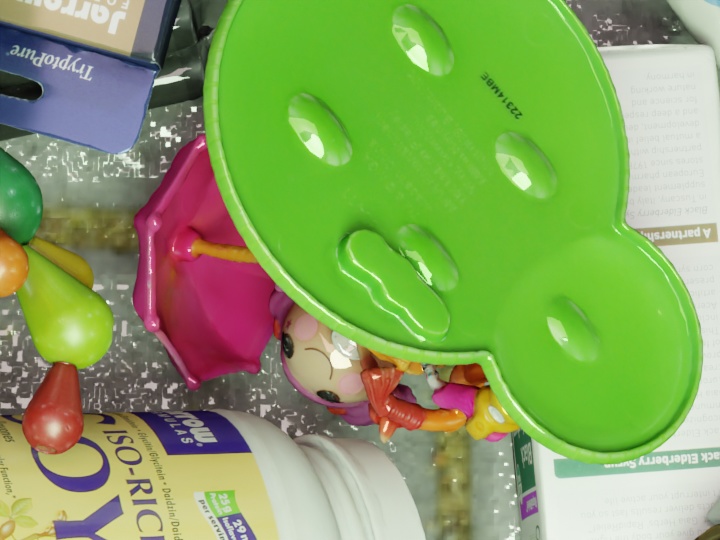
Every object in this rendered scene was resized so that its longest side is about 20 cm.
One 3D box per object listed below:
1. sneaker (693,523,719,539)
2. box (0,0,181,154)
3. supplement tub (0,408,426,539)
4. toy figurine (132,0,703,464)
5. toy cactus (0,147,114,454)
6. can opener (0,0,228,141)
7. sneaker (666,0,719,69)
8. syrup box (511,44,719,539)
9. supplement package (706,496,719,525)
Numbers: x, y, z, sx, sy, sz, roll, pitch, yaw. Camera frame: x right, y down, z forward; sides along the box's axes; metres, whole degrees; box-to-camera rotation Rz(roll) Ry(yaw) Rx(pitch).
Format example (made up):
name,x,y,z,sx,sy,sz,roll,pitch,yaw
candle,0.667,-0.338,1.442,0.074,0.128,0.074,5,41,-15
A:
name,x,y,z,sx,sy,sz,roll,pitch,yaw
sneaker,0.129,0.160,0.898,0.089,0.201,0.067,15,44,-11
box,-0.111,-0.152,0.941,0.121,0.032,0.201,15,90,0
supplement tub,-0.090,0.120,0.882,0.199,0.145,0.146,0,81,-25
toy figurine,0.000,0.000,0.911,0.200,0.184,0.150,49,60,-4
toy cactus,-0.158,-0.033,0.854,0.199,0.102,0.166,17,75,17
can opener,-0.079,-0.098,0.995,0.199,0.053,0.067,-12,50,-3
sneaker,0.101,-0.153,0.990,0.072,0.072,0.201,-35,71,29
syrup box,0.094,0.025,0.957,0.081,0.079,0.201,-3,82,-2
supplement package,0.229,0.029,0.853,0.111,0.156,0.200,37,78,-3
